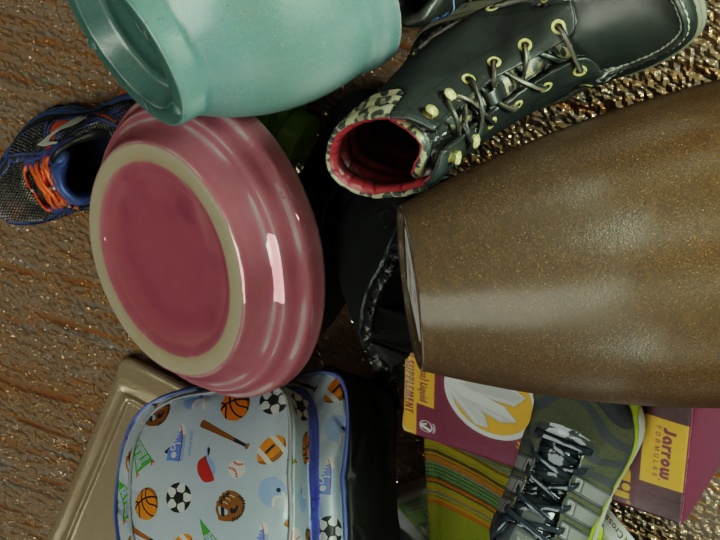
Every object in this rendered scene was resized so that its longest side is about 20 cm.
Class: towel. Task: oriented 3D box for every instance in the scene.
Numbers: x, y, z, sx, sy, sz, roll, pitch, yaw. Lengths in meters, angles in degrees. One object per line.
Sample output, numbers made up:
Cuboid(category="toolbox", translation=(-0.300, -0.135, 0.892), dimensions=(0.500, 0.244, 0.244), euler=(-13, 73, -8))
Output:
Cuboid(category="towel", translation=(0.076, 0.193, 1.600), dimensions=(0.086, 0.018, 0.202), euler=(24, 127, 44))

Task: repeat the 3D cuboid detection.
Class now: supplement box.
Cuboid(category="supplement box", translation=(0.132, 0.066, 1.498), dimensions=(0.199, 0.086, 0.111), euler=(17, 130, 22))

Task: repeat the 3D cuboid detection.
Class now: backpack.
Cuboid(category="backpack", translation=(-0.077, 0.158, 1.596), dimensions=(0.189, 0.202, 0.154), euler=(-11, 158, 35))

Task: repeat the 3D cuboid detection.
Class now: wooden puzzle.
Cuboid(category="wooden puzzle", translation=(-0.131, 0.189, 1.759), dimensions=(0.184, 0.037, 0.201), euler=(26, 102, 16))

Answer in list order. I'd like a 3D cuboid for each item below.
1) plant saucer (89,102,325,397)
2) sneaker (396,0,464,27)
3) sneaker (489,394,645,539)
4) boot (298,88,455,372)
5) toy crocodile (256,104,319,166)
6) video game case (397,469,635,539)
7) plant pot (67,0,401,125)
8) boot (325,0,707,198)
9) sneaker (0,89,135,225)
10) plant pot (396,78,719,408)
Cuboid(category="plant saucer", translation=(-0.105, -0.013, 1.478), dimensions=(0.200, 0.051, 0.202), euler=(23, 122, 42))
Cuboid(category="sneaker", translation=(0.013, -0.236, 1.358), dimensions=(0.070, 0.078, 0.201), euler=(-12, 115, 39))
Cuboid(category="sneaker", translation=(0.120, 0.135, 1.438), dimensions=(0.073, 0.081, 0.201), euler=(22, 133, 18))
Cuboid(category="boot", translation=(0.001, 0.001, 1.467), dimensions=(0.073, 0.163, 0.199), euler=(11, 121, -26))
Cuboid(category="toy crocodile", translation=(-0.064, -0.074, 1.551), dimensions=(0.067, 0.062, 0.201), euler=(26, 128, 16))
Cuboid(category="video game case", translation=(0.121, 0.205, 1.628), dimensions=(0.182, 0.022, 0.200), euler=(50, 144, -10))
Cuboid(category="plant pot", translation=(-0.090, -0.169, 1.383), dimensions=(0.200, 0.134, 0.201), euler=(47, 162, 21))
Cuboid(category="boot", translation=(0.087, -0.106, 1.351), dimensions=(0.202, 0.154, 0.074), euler=(-9, 117, 38))
Cuboid(category="sneaker", translation=(-0.193, -0.074, 1.616), dimensions=(0.199, 0.078, 0.076), euler=(-24, 107, 42))
Cuboid(category="plant pot", translation=(0.124, -0.003, 1.324), dimensions=(0.198, 0.187, 0.188), euler=(-7, 124, -3))
